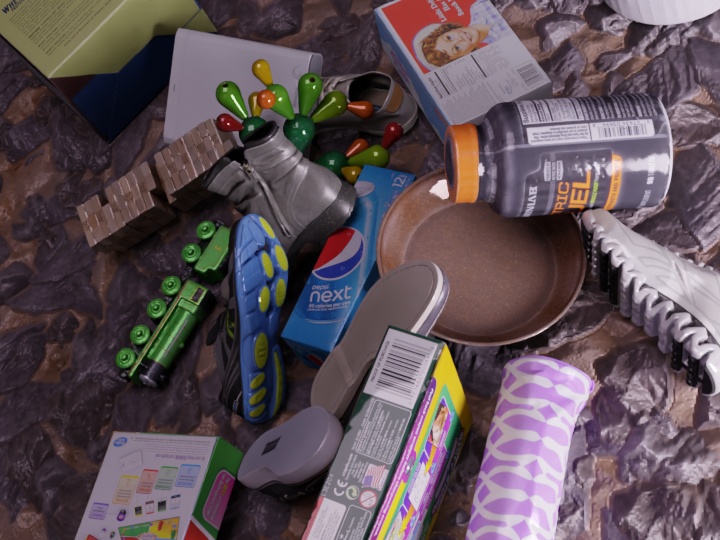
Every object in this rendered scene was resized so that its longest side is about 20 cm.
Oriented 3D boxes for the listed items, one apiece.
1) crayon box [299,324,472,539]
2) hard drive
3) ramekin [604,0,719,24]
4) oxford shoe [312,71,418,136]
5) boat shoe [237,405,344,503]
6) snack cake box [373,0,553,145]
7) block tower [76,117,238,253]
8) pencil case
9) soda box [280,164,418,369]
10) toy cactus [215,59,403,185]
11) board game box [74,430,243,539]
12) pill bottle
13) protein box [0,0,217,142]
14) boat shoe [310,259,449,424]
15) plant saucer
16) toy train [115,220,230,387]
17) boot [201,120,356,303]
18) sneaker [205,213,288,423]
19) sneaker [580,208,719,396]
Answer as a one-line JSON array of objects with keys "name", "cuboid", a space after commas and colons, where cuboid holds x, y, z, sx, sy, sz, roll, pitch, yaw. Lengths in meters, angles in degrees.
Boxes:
[{"name": "crayon box", "cuboid": [0.026, 0.176, 0.982, 0.057, 0.173, 0.202, 16, 68, 20]}, {"name": "hard drive", "cuboid": [-0.135, -0.190, 1.321, 0.198, 0.026, 0.134, 17, 104, 33]}, {"name": "ramekin", "cuboid": [0.321, -0.352, 1.214, 0.197, 0.098, 0.203, -11, 58, 18]}, {"name": "oxford shoe", "cuboid": [-0.031, -0.189, 1.299, 0.197, 0.058, 0.076, 7, 66, 29]}, {"name": "boat shoe", "cuboid": [-0.050, 0.166, 1.028, 0.069, 0.056, 0.200, -61, 13, -23]}, {"name": "snack cake box", "cuboid": [0.107, -0.214, 1.235, 0.114, 0.068, 0.201, -25, 54, -4]}, {"name": "block tower", "cuboid": [-0.216, -0.093, 1.303, 0.198, 0.054, 0.058, -30, 70, 14]}, {"name": "pencil case", "cuboid": [0.143, 0.174, 0.994, 0.084, 0.084, 0.203, 18, 67, -7]}, {"name": "soda box", "cuboid": [0.000, 0.000, 1.165, 0.063, 0.068, 0.202, 13, 67, 30]}, {"name": "toy cactus", "cuboid": [-0.067, -0.121, 1.227, 0.197, 0.167, 0.103, 17, 23, -6]}, {"name": "board game box", "cuboid": [-0.204, 0.253, 1.101, 0.151, 0.040, 0.203, -3, 59, 38]}, {"name": "pill bottle", "cuboid": [0.177, -0.105, 1.088, 0.196, 0.107, 0.108, -4, 57, -4]}, {"name": "protein box", "cuboid": [-0.325, -0.308, 1.449, 0.199, 0.135, 0.199, -46, 55, -7]}, {"name": "boat shoe", "cuboid": [0.027, 0.067, 1.062, 0.201, 0.062, 0.073, -53, 40, 32]}, {"name": "plant saucer", "cuboid": [0.113, -0.011, 1.115, 0.196, 0.037, 0.203, 0, 59, 1]}, {"name": "toy train", "cuboid": [-0.188, 0.037, 1.246, 0.056, 0.042, 0.202, 23, 72, 21]}, {"name": "boot", "cuboid": [-0.109, -0.058, 1.176, 0.200, 0.130, 0.068, -41, 26, 29]}, {"name": "sneaker", "cuboid": [-0.116, 0.047, 1.142, 0.082, 0.070, 0.203, 10, 104, 37]}, {"name": "sneaker", "cuboid": [0.271, 0.015, 1.040, 0.080, 0.075, 0.201, -33, 63, -9]}]
